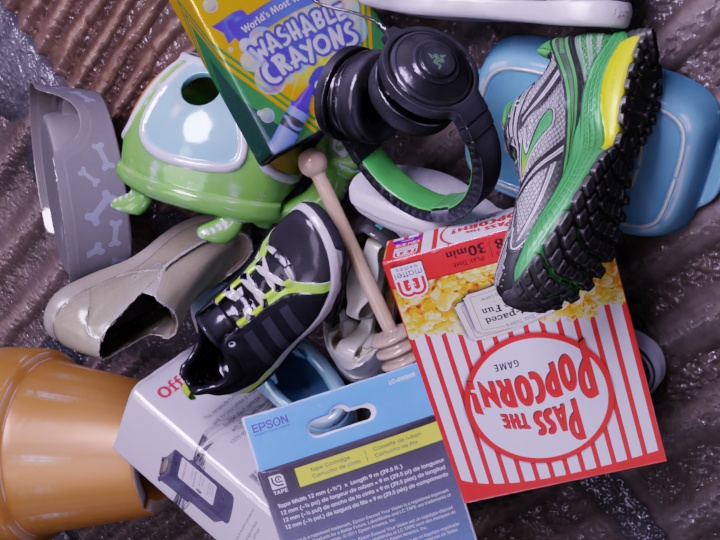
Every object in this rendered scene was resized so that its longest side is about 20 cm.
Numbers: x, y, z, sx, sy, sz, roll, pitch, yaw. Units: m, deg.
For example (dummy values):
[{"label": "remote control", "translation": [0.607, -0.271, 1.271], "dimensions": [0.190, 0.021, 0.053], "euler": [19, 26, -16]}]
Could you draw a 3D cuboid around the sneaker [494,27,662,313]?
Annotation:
[{"label": "sneaker", "translation": [0.124, -0.063, 0.629], "dimensions": [0.085, 0.201, 0.078], "euler": [8, 152, 33]}]

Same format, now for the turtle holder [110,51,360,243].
[{"label": "turtle holder", "translation": [-0.103, -0.097, 0.805], "dimensions": [0.185, 0.141, 0.132], "euler": [23, 105, 35]}]

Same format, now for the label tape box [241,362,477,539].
[{"label": "label tape box", "translation": [0.005, 0.179, 0.778], "dimensions": [0.143, 0.066, 0.201], "euler": [-18, 98, -2]}]

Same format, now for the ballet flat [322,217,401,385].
[{"label": "ballet flat", "translation": [0.002, 0.036, 0.841], "dimensions": [0.068, 0.068, 0.201], "euler": [22, 121, 23]}]

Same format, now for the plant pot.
[{"label": "plant pot", "translation": [-0.283, 0.178, 1.021], "dimensions": [0.182, 0.200, 0.201], "euler": [-1, 111, 15]}]

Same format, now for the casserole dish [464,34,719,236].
[{"label": "casserole dish", "translation": [0.154, -0.091, 0.709], "dimensions": [0.199, 0.039, 0.122], "euler": [22, 120, 23]}]

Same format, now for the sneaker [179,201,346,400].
[{"label": "sneaker", "translation": [-0.081, 0.036, 0.773], "dimensions": [0.072, 0.083, 0.200], "euler": [48, 126, 25]}]

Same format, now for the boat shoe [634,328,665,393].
[{"label": "boat shoe", "translation": [0.131, 0.079, 0.780], "dimensions": [0.199, 0.068, 0.072], "euler": [2, 112, 31]}]

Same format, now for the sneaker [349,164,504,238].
[{"label": "sneaker", "translation": [0.080, -0.012, 0.761], "dimensions": [0.199, 0.075, 0.089], "euler": [21, 128, 11]}]

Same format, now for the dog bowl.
[{"label": "dog bowl", "translation": [-0.251, -0.070, 0.902], "dimensions": [0.200, 0.058, 0.201], "euler": [170, 90, -69]}]

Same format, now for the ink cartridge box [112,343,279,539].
[{"label": "ink cartridge box", "translation": [-0.099, 0.161, 0.912], "dimensions": [0.200, 0.145, 0.085], "euler": [38, 127, 12]}]

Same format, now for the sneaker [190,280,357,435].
[{"label": "sneaker", "translation": [-0.075, 0.069, 0.879], "dimensions": [0.200, 0.074, 0.082], "euler": [39, 160, 16]}]

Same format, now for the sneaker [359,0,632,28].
[{"label": "sneaker", "translation": [0.092, -0.224, 0.678], "dimensions": [0.199, 0.073, 0.112], "euler": [12, 104, 30]}]

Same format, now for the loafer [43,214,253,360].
[{"label": "loafer", "translation": [-0.168, 0.019, 0.863], "dimensions": [0.068, 0.200, 0.076], "euler": [44, 151, 27]}]

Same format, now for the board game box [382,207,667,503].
[{"label": "board game box", "translation": [0.118, 0.056, 0.711], "dimensions": [0.151, 0.046, 0.201], "euler": [-16, 109, 13]}]

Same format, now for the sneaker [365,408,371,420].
[{"label": "sneaker", "translation": [0.026, 0.194, 0.848], "dimensions": [0.075, 0.116, 0.201], "euler": [8, 126, 32]}]

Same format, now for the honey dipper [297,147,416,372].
[{"label": "honey dipper", "translation": [0.000, 0.000, 0.769], "dimensions": [0.038, 0.038, 0.201], "euler": [-19, 101, 36]}]

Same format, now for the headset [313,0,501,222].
[{"label": "headset", "translation": [0.029, -0.129, 0.671], "dimensions": [0.123, 0.094, 0.200], "euler": [-2, 124, 52]}]

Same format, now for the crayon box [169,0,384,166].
[{"label": "crayon box", "translation": [-0.065, -0.196, 0.741], "dimensions": [0.201, 0.125, 0.052], "euler": [61, 161, -4]}]
